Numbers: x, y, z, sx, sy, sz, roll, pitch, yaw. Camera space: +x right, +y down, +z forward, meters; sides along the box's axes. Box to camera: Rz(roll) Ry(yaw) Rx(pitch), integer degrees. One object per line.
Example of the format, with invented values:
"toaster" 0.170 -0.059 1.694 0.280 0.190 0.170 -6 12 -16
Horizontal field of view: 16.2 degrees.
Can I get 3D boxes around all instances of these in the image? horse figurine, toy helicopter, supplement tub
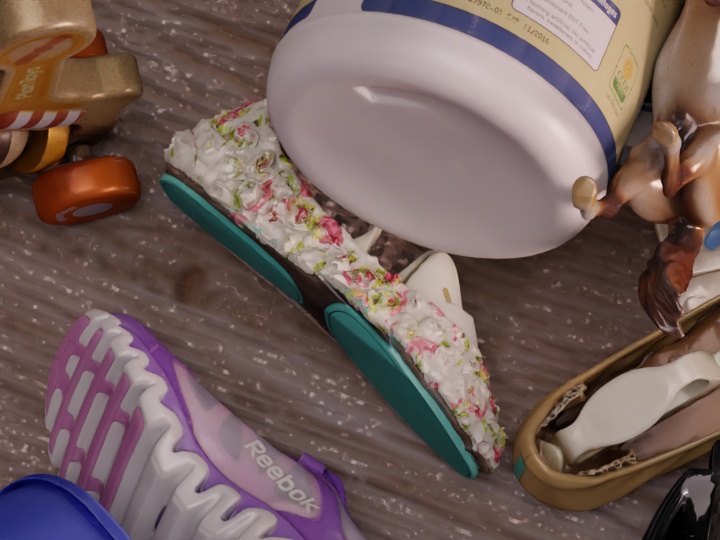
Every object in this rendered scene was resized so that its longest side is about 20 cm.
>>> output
"horse figurine" 0.133 -0.073 0.986 0.050 0.133 0.200 12 88 25
"toy helicopter" -0.151 -0.073 1.032 0.132 0.200 0.079 -11 78 -16
"supplement tub" 0.061 -0.121 1.041 0.144 0.144 0.200 22 63 7

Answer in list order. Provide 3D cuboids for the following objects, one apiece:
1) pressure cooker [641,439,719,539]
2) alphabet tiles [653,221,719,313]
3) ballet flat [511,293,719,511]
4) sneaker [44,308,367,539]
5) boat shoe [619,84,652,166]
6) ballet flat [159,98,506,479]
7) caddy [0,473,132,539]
"pressure cooker" 0.199 0.155 0.979 0.200 0.176 0.179 5 109 5
"alphabet tiles" 0.232 0.001 1.089 0.196 0.015 0.200 -13 78 1
"ballet flat" 0.154 0.041 1.051 0.200 0.063 0.069 -31 74 3
"sneaker" -0.055 0.094 1.061 0.200 0.088 0.081 49 129 29
"boat shoe" 0.201 -0.066 1.041 0.200 0.071 0.091 17 79 33
"ballet flat" 0.000 0.000 1.075 0.200 0.076 0.064 44 76 8
"caddy" -0.110 0.172 0.998 0.105 0.141 0.200 -19 49 -35
